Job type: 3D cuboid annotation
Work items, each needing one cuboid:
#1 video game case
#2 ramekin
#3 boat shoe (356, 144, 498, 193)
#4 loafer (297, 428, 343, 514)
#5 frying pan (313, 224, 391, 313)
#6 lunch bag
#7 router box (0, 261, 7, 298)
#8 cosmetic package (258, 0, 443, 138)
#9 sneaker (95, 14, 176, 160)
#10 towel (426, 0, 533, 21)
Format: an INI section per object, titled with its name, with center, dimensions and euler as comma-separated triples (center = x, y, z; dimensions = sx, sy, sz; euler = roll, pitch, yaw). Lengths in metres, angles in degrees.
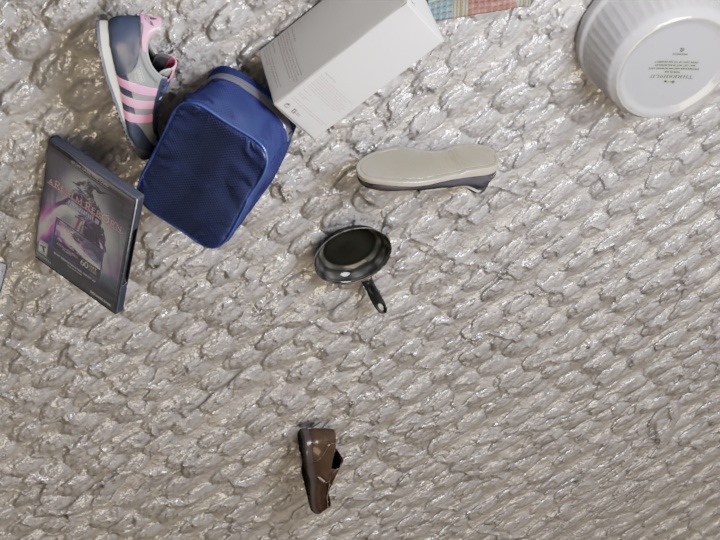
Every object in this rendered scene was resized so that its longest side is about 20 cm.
[video game case]
center = -0.343, -0.054, 1.642
dimensions = 0.019, 0.142, 0.201
euler = -42, 159, -44
[ramekin]
center = 0.381, -0.284, 1.661
dimensions = 0.200, 0.095, 0.203
euler = -10, 137, -9
[boat shoe]
center = 0.087, -0.121, 1.741
dimensions = 0.198, 0.073, 0.063
euler = -7, 137, -19
[loafer]
center = -0.060, 0.335, 2.183
dimensions = 0.070, 0.073, 0.201
euler = -11, 138, -8
[frying pan]
center = 0.012, -0.011, 1.872
dimensions = 0.115, 0.031, 0.189
euler = -39, 138, 22
[lunch bag]
center = -0.171, -0.135, 1.589
dimensions = 0.135, 0.133, 0.200
euler = 35, 126, -2
[router box]
center = -0.557, -0.006, 1.613
dimensions = 0.199, 0.052, 0.149
euler = 20, 161, -34
[cosmetic package]
center = -0.014, -0.264, 1.538
dimensions = 0.199, 0.108, 0.085
euler = -33, 136, 19
[sneaker]
center = -0.249, -0.212, 1.538
dimensions = 0.081, 0.071, 0.201
euler = -12, 140, -2
[towel]
center = 0.142, -0.382, 1.530
dimensions = 0.145, 0.022, 0.201
euler = -11, 138, -7
